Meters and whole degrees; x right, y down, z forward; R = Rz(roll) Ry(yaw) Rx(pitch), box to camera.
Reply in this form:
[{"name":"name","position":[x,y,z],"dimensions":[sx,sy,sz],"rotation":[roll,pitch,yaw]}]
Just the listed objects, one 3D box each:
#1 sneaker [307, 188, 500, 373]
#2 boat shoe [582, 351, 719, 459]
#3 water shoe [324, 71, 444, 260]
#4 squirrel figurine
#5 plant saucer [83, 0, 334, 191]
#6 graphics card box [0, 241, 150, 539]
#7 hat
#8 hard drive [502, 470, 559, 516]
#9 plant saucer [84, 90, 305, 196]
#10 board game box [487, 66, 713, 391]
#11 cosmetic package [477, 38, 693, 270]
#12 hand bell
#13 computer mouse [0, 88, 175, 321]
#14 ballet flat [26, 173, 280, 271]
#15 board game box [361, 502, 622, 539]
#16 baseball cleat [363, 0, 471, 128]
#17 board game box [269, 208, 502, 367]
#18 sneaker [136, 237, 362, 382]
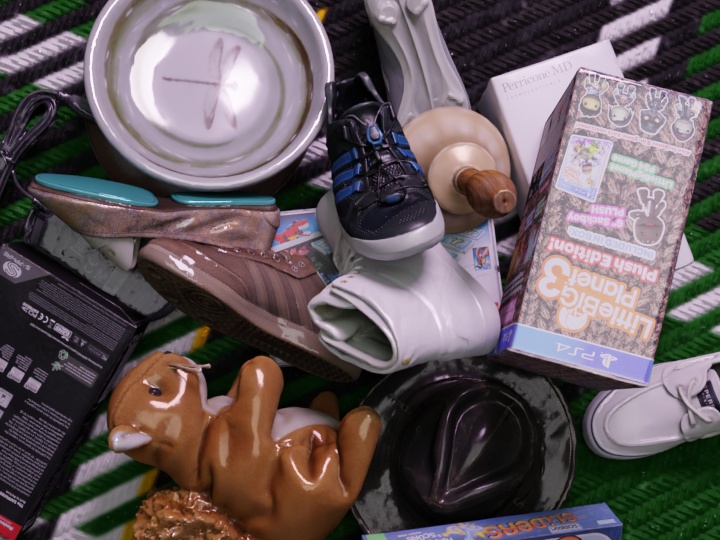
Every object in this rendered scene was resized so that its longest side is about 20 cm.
[{"name":"sneaker","position":[0.000,0.000,0.865],"dimensions":[0.115,0.074,0.200],"rotation":[-11,39,-37]},{"name":"boat shoe","position":[0.283,0.106,0.968],"dimensions":[0.198,0.066,0.073],"rotation":[-13,83,-7]},{"name":"water shoe","position":[0.005,-0.080,0.859],"dimensions":[0.071,0.200,0.079],"rotation":[-19,123,-5]},{"name":"squirrel figurine","position":[-0.109,0.157,0.884],"dimensions":[0.185,0.141,0.202],"rotation":[17,92,-16]},{"name":"plant saucer","position":[-0.122,-0.154,0.947],"dimensions":[0.198,0.050,0.202],"rotation":[2,75,-7]},{"name":"graphics card box","position":[-0.268,0.093,0.912],"dimensions":[0.125,0.051,0.201],"rotation":[30,96,1]},{"name":"hat","position":[0.085,0.146,0.911],"dimensions":[0.199,0.081,0.203],"rotation":[1,83,-7]},{"name":"hard drive","position":[0.078,0.248,0.951],"dimensions":[0.199,0.027,0.132],"rotation":[-34,86,-9]},{"name":"plant saucer","position":[-0.136,-0.145,0.991],"dimensions":[0.198,0.032,0.202],"rotation":[1,80,-5]},{"name":"board game box","position":[0.168,-0.022,0.853],"dimensions":[0.096,0.159,0.202],"rotation":[15,84,2]},{"name":"cosmetic package","position":[0.185,-0.077,0.980],"dimensions":[0.112,0.081,0.202],"rotation":[-21,85,-5]},{"name":"hand bell","position":[0.082,-0.063,0.863],"dimensions":[0.103,0.200,0.105],"rotation":[-1,101,-5]},{"name":"computer mouse","position":[-0.215,-0.056,0.958],"dimensions":[0.199,0.046,0.141],"rotation":[29,84,-4]},{"name":"ballet flat","position":[-0.158,-0.031,0.908],"dimensions":[0.198,0.068,0.068],"rotation":[5,104,-18]},{"name":"board game box","position":[0.098,0.256,0.894],"dimensions":[0.198,0.034,0.137],"rotation":[-5,111,-14]},{"name":"baseball cleat","position":[0.050,-0.173,0.991],"dimensions":[0.069,0.107,0.202],"rotation":[-12,113,3]},{"name":"board game box","position":[0.017,0.007,0.977],"dimensions":[0.198,0.035,0.128],"rotation":[-5,83,-5]},{"name":"sneaker","position":[-0.077,0.014,0.909],"dimensions":[0.199,0.070,0.076],"rotation":[31,64,-21]}]
